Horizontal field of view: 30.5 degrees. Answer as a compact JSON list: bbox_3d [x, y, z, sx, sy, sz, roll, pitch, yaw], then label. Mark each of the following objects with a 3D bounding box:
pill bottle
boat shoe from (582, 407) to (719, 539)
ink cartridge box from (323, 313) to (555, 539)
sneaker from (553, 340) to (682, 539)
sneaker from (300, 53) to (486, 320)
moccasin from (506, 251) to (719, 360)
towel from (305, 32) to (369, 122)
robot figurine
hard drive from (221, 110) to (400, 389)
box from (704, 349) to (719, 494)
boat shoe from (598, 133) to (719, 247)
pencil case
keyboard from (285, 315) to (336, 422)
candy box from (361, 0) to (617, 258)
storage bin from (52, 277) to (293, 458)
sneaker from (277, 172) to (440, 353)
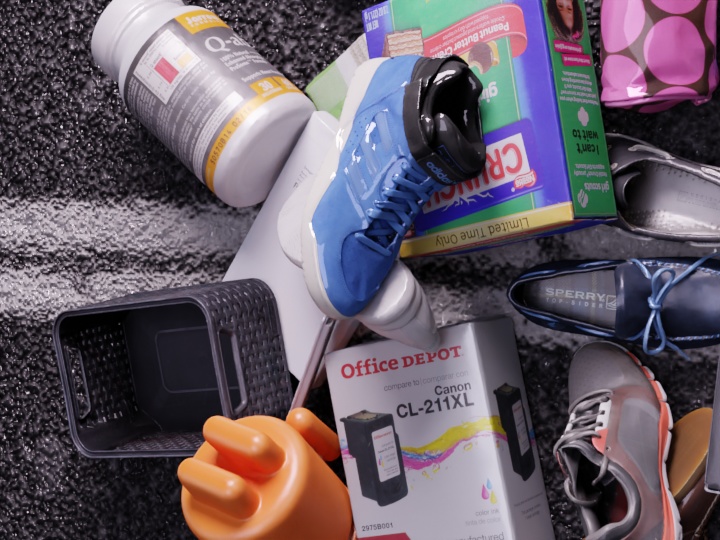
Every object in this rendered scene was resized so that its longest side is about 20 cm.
[{"bbox_3d":[-0.139,-0.158,1.159,0.200,0.116,0.117,43,111,21],"label":"pill bottle"},{"bbox_3d":[0.224,0.197,0.999,0.070,0.071,0.201,33,103,-14],"label":"boat shoe"},{"bbox_3d":[0.063,0.148,1.075,0.144,0.083,0.203,-14,85,29],"label":"ink cartridge box"},{"bbox_3d":[0.180,0.125,0.966,0.077,0.081,0.202,-39,39,30],"label":"sneaker"},{"bbox_3d":[0.030,-0.062,0.941,0.110,0.076,0.202,0,67,44],"label":"sneaker"},{"bbox_3d":[0.204,0.030,0.997,0.198,0.068,0.082,-4,90,30],"label":"moccasin"},{"bbox_3d":[0.058,-0.150,1.102,0.199,0.031,0.151,-35,73,29],"label":"towel"},{"bbox_3d":[-0.070,0.197,1.073,0.115,0.201,0.145,-21,48,14],"label":"robot figurine"},{"bbox_3d":[-0.037,-0.016,1.142,0.132,0.027,0.201,43,119,22],"label":"hard drive"},{"bbox_3d":[0.285,0.042,0.899,0.044,0.160,0.203,8,97,29],"label":"box"},{"bbox_3d":[0.209,-0.058,0.995,0.198,0.060,0.075,20,103,28],"label":"boat shoe"},{"bbox_3d":[0.224,-0.218,0.972,0.092,0.091,0.203,1,95,-6],"label":"pencil case"},{"bbox_3d":[-0.050,0.108,1.126,0.011,0.056,0.202,22,120,2],"label":"keyboard"},{"bbox_3d":[0.096,-0.121,1.005,0.168,0.077,0.203,-12,86,42],"label":"candy box"},{"bbox_3d":[-0.168,0.088,1.182,0.198,0.093,0.137,-7,95,36],"label":"storage bin"},{"bbox_3d":[0.000,0.000,1.053,0.075,0.088,0.200,-41,43,5],"label":"sneaker"}]
